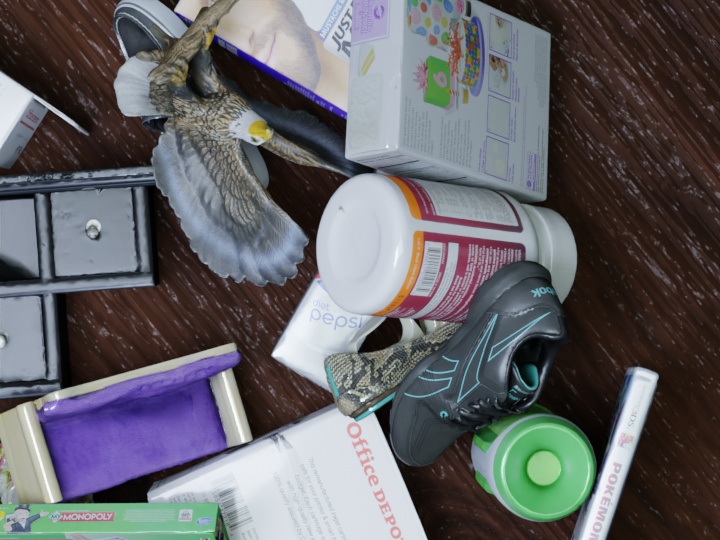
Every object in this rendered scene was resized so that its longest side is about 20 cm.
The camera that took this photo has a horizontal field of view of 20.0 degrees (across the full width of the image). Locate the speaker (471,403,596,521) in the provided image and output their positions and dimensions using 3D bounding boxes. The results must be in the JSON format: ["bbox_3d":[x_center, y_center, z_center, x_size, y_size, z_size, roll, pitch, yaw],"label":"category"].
[{"bbox_3d":[0.137,0.152,1.645,0.087,0.200,0.090,0,90,-2],"label":"speaker"}]

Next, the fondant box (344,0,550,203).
[{"bbox_3d":[0.074,-0.143,1.642,0.058,0.199,0.146,-6,76,39],"label":"fondant box"}]

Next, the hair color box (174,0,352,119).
[{"bbox_3d":[-0.045,-0.210,1.707,0.199,0.065,0.110,30,89,0],"label":"hair color box"}]

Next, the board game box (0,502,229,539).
[{"bbox_3d":[-0.198,0.231,1.601,0.198,0.135,0.029,-1,49,8],"label":"board game box"}]

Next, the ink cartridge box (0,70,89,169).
[{"bbox_3d":[-0.326,-0.145,1.669,0.199,0.116,0.067,34,89,-1],"label":"ink cartridge box"}]

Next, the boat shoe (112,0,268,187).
[{"bbox_3d":[-0.154,-0.133,1.692,0.066,0.070,0.201,-36,100,-40],"label":"boat shoe"}]

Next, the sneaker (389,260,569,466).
[{"bbox_3d":[0.091,0.087,1.587,0.075,0.080,0.201,9,125,-41],"label":"sneaker"}]

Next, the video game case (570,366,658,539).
[{"bbox_3d":[0.201,0.167,1.648,0.023,0.200,0.184,18,89,7],"label":"video game case"}]

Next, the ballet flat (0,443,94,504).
[{"bbox_3d":[-0.246,0.228,1.698,0.075,0.064,0.201,-30,91,1],"label":"ballet flat"}]

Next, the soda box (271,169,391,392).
[{"bbox_3d":[0.000,0.000,1.706,0.063,0.068,0.201,30,90,-2],"label":"soda box"}]

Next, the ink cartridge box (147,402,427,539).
[{"bbox_3d":[-0.058,0.208,1.695,0.198,0.084,0.147,-23,91,-1],"label":"ink cartridge box"}]

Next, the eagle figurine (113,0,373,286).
[{"bbox_3d":[-0.096,-0.105,1.620,0.151,0.151,0.201,-27,121,11],"label":"eagle figurine"}]

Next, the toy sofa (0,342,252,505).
[{"bbox_3d":[-0.182,0.125,1.638,0.199,0.097,0.084,-15,86,-37],"label":"toy sofa"}]

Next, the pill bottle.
[{"bbox_3d":[0.072,-0.014,1.621,0.199,0.109,0.111,6,90,-39],"label":"pill bottle"}]

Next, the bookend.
[{"bbox_3d":[-0.249,0.019,1.683,0.196,0.092,0.202,-3,91,-3],"label":"bookend"}]

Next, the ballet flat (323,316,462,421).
[{"bbox_3d":[0.049,0.058,1.673,0.199,0.068,0.076,-22,80,-38],"label":"ballet flat"}]
